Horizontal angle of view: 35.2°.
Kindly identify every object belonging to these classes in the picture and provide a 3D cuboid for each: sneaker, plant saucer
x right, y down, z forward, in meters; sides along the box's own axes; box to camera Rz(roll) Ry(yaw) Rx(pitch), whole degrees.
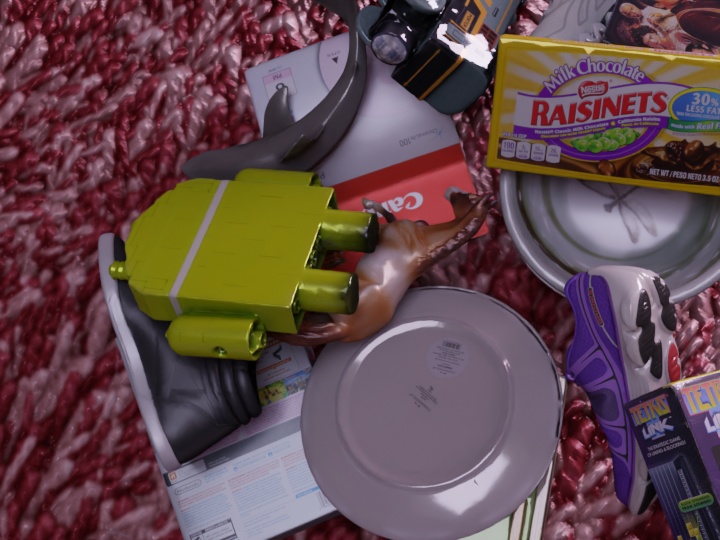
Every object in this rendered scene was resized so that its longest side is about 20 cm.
[{"bbox_3d":[0.187,-0.220,0.942,0.200,0.075,0.081,-36,89,-6],"label":"sneaker"},{"bbox_3d":[-0.138,0.049,0.891,0.099,0.071,0.200,-21,70,-7],"label":"sneaker"},{"bbox_3d":[0.211,-0.063,0.896,0.200,0.050,0.200,-2,78,10],"label":"plant saucer"},{"bbox_3d":[0.197,0.087,0.857,0.083,0.081,0.200,5,114,42],"label":"sneaker"}]

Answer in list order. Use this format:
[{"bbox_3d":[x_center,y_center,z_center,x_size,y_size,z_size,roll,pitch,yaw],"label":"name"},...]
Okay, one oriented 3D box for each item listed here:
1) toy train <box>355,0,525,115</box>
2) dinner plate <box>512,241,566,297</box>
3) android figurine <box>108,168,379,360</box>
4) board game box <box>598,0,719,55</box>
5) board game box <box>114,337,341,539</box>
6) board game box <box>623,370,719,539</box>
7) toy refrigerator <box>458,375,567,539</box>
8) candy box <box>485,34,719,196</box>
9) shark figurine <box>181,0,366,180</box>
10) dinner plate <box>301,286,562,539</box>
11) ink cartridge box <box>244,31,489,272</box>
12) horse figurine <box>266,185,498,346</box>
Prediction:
[{"bbox_3d":[0.074,-0.217,0.928,0.114,0.085,0.200,38,47,-13],"label":"toy train"},{"bbox_3d":[0.217,-0.062,0.932,0.200,0.024,0.200,-2,77,9],"label":"dinner plate"},{"bbox_3d":[-0.091,-0.012,0.851,0.200,0.041,0.182,3,49,16],"label":"android figurine"},{"bbox_3d":[0.279,-0.226,0.888,0.135,0.035,0.200,22,72,7],"label":"board game box"},{"bbox_3d":[-0.096,0.122,0.929,0.147,0.064,0.200,-23,76,4],"label":"board game box"},{"bbox_3d":[0.300,0.146,0.799,0.200,0.057,0.165,-8,71,-31],"label":"board game box"},{"bbox_3d":[0.107,0.177,0.876,0.076,0.070,0.200,9,79,13],"label":"toy refrigerator"},{"bbox_3d":[0.198,-0.116,0.850,0.200,0.026,0.102,8,106,12],"label":"candy box"},{"bbox_3d":[-0.039,-0.128,0.919,0.128,0.090,0.215,37,97,1],"label":"shark figurine"},{"bbox_3d":[0.049,0.101,0.848,0.200,0.024,0.200,-6,63,12],"label":"dinner plate"},{"bbox_3d":[0.004,-0.105,0.970,0.162,0.057,0.200,-19,70,6],"label":"ink cartridge box"},{"bbox_3d":[0.000,0.000,0.878,0.132,0.050,0.200,23,56,39],"label":"horse figurine"}]
